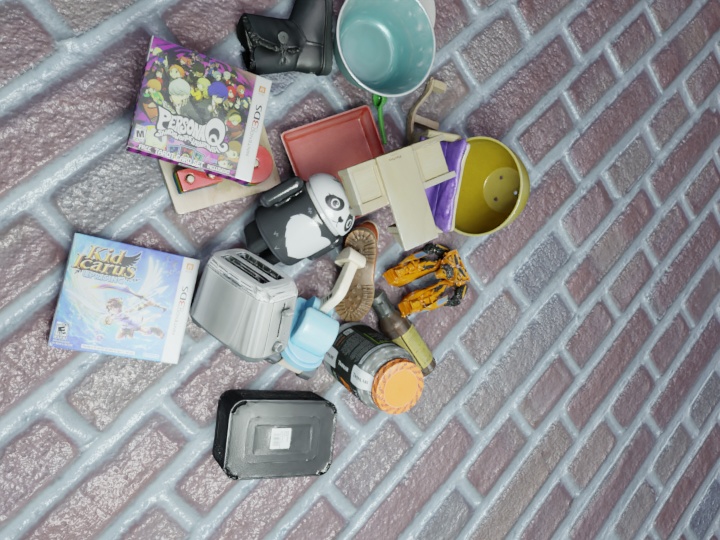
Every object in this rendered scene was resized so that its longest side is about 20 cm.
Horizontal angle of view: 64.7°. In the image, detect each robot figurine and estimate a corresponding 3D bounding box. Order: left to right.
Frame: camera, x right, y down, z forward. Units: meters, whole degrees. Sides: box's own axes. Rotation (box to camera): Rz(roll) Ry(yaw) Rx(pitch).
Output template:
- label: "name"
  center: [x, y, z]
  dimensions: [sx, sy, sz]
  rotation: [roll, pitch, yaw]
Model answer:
- label: "robot figurine"
  center: [-0.105, -0.085, 1.002]
  dimensions: [0.200, 0.150, 0.125]
  rotation: [-29, 85, 7]
- label: "robot figurine"
  center: [0.148, 0.017, 1.175]
  dimensions: [0.200, 0.058, 0.145]
  rotation: [-21, 83, -34]

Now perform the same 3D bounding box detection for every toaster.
- label: "toaster"
  center: [-0.196, 0.050, 0.947]
  dimensions: [0.114, 0.200, 0.129]
  rotation: [-13, 128, -56]

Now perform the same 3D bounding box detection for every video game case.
- label: "video game case"
  center: [-0.383, 0.049, 0.934]
  dimensions: [0.200, 0.045, 0.182]
  rotation: [13, 84, -26]
- label: "video game case"
  center: [-0.257, -0.253, 0.919]
  dimensions: [0.200, 0.036, 0.182]
  rotation: [14, 83, -27]

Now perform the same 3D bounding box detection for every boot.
- label: "boot"
  center: [-0.137, -0.454, 1.030]
  dimensions: [0.168, 0.076, 0.201]
  rotation: [-7, 100, -30]
- label: "boot"
  center: [0.000, 0.000, 1.110]
  dimensions: [0.075, 0.107, 0.200]
  rotation: [13, 114, 3]

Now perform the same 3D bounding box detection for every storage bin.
- label: "storage bin"
  center: [-0.154, 0.293, 1.028]
  dimensions: [0.200, 0.094, 0.136]
  rotation: [7, 88, -28]

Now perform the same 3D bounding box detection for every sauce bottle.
- label: "sauce bottle"
  center: [0.083, 0.128, 1.160]
  dimensions: [0.065, 0.065, 0.200]
  rotation: [-39, 108, -21]

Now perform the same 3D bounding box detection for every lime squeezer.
- label: "lime squeezer"
  center: [0.053, -0.352, 1.149]
  dimensions: [0.071, 0.038, 0.200]
  rotation: [38, 62, -38]

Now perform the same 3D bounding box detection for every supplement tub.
- label: "supplement tub"
  center: [0.022, 0.179, 1.047]
  dimensions: [0.122, 0.200, 0.123]
  rotation: [-7, 106, -26]

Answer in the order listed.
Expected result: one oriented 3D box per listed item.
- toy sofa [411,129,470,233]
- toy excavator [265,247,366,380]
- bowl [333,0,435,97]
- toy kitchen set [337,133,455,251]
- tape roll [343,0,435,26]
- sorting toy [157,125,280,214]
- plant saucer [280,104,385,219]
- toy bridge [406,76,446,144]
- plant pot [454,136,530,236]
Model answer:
- label: "toy sofa"
  center: [0.144, -0.178, 1.145]
  dimensions: [0.083, 0.098, 0.201]
  rotation: [3, 104, -27]
- label: "toy excavator"
  center: [-0.070, 0.076, 1.020]
  dimensions: [0.100, 0.200, 0.195]
  rotation: [32, 45, -24]
- label: "bowl"
  center: [0.028, -0.418, 1.062]
  dimensions: [0.200, 0.105, 0.201]
  rotation: [-3, 97, -25]
- label: "toy kitchen set"
  center: [0.051, -0.128, 1.036]
  dimensions: [0.200, 0.180, 0.164]
  rotation: [-24, 102, -24]
- label: "tape roll"
  center: [0.060, -0.534, 1.151]
  dimensions: [0.202, 0.037, 0.203]
  rotation: [-1, 91, -26]
- label: "sorting toy"
  center: [-0.249, -0.221, 0.983]
  dimensions: [0.198, 0.070, 0.201]
  rotation: [-20, 100, -25]
- label: "plant saucer"
  center: [-0.039, -0.197, 1.108]
  dimensions: [0.200, 0.037, 0.200]
  rotation: [-26, 102, -25]
- label: "toy bridge"
  center: [0.132, -0.311, 1.197]
  dimensions: [0.067, 0.027, 0.201]
  rotation: [12, 87, -26]
- label: "plant pot"
  center: [0.277, -0.172, 1.199]
  dimensions: [0.142, 0.200, 0.201]
  rotation: [-5, 94, -50]
